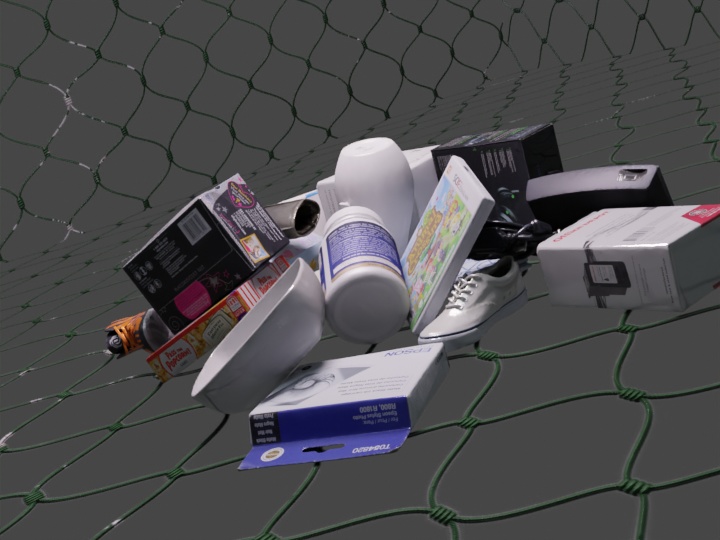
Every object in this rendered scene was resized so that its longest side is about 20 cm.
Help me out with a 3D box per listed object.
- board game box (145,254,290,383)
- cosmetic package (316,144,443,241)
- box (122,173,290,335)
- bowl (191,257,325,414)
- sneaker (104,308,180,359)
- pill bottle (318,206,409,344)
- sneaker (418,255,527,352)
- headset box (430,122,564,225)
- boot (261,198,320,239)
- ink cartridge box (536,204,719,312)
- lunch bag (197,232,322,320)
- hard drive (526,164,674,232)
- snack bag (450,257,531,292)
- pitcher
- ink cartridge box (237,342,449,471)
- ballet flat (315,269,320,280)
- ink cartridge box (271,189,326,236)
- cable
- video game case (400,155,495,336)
[{"bbox_3d":[-0.198,0.070,1.482,0.199,0.047,0.151,-36,4,28],"label":"board game box"},{"bbox_3d":[0.066,-0.103,1.731,0.198,0.169,0.167,-4,18,39],"label":"cosmetic package"},{"bbox_3d":[-0.225,-0.025,1.493,0.199,0.133,0.115,-36,4,34],"label":"box"},{"bbox_3d":[-0.114,0.088,1.274,0.200,0.074,0.200,-48,7,8],"label":"bowl"},{"bbox_3d":[-0.354,0.109,1.632,0.111,0.079,0.200,-21,3,1],"label":"sneaker"},{"bbox_3d":[0.000,0.000,1.408,0.114,0.117,0.201,-16,32,3],"label":"pill bottle"},{"bbox_3d":[0.135,0.040,1.288,0.072,0.072,0.199,-3,19,43],"label":"sneaker"},{"bbox_3d":[0.228,-0.128,1.612,0.092,0.177,0.198,-28,17,-40],"label":"headset box"},{"bbox_3d":[-0.156,-0.084,1.617,0.198,0.073,0.182,-17,24,24],"label":"boot"},{"bbox_3d":[0.336,-0.017,1.243,0.144,0.085,0.199,-26,16,-34],"label":"ink cartridge box"},{"bbox_3d":[-0.158,0.011,1.649,0.198,0.129,0.169,-20,8,29],"label":"lunch bag"},{"bbox_3d":[0.326,-0.073,1.391,0.198,0.136,0.042,-3,38,42],"label":"hard drive"},{"bbox_3d":[0.127,0.011,1.519,0.198,0.022,0.188,-21,14,-17],"label":"snack bag"},{"bbox_3d":[0.012,-0.083,1.551,0.120,0.203,0.171,10,30,42],"label":"pitcher"},{"bbox_3d":[-0.019,0.145,1.129,0.197,0.041,0.200,-11,15,23],"label":"ink cartridge box"},{"bbox_3d":[-0.089,0.066,1.490,0.199,0.070,0.069,-35,22,-33],"label":"ballet flat"},{"bbox_3d":[-0.123,-0.060,1.838,0.128,0.127,0.199,-25,7,-33],"label":"ink cartridge box"},{"bbox_3d":[0.205,-0.042,1.395,0.161,0.052,0.199,2,-4,-34],"label":"cable"},{"bbox_3d":[0.104,-0.036,1.367,0.022,0.202,0.182,21,18,-15],"label":"video game case"}]
